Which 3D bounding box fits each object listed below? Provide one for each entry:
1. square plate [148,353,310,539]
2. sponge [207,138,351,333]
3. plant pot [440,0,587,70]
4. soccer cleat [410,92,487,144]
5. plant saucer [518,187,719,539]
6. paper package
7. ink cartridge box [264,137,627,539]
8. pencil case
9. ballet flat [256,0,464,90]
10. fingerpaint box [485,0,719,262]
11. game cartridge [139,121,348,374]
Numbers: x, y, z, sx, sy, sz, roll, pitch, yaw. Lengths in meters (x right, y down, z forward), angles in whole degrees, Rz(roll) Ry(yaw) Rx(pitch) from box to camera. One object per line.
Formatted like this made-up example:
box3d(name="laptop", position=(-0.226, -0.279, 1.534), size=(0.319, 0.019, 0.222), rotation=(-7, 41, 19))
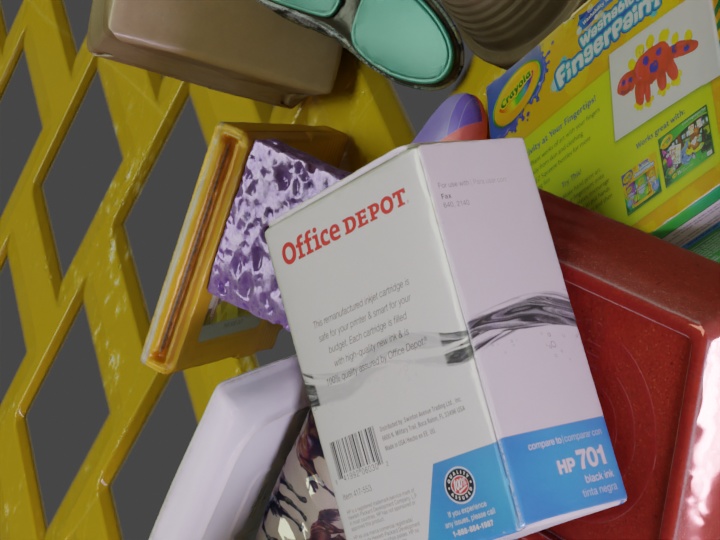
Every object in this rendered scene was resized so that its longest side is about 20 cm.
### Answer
box3d(name="square plate", position=(-0.078, 0.150, 1.368), size=(0.028, 0.198, 0.201), rotation=(31, 109, 19))
box3d(name="sponge", position=(0.000, 0.000, 1.296), size=(0.199, 0.030, 0.112), rotation=(25, 104, 23))
box3d(name="plant pot", position=(0.095, -0.234, 1.277), size=(0.201, 0.092, 0.202), rotation=(-35, 48, 52))
box3d(name="soccer cleat", position=(0.023, -0.029, 1.331), size=(0.201, 0.076, 0.067), rotation=(-65, 30, 20))
box3d(name="plant saucer", position=(0.124, 0.077, 1.051), size=(0.200, 0.037, 0.201), rotation=(27, 117, 48))
box3d(name="paper package", position=(-0.098, -0.245, 1.524), size=(0.103, 0.189, 0.202), rotation=(171, 112, -72))
box3d(name="ink cartridge box", position=(0.041, 0.047, 1.054), size=(0.146, 0.085, 0.202), rotation=(-26, 74, 50))
box3d(name="pencil case", position=(-0.030, 0.165, 1.339), size=(0.089, 0.078, 0.201), rotation=(33, 110, 31))
box3d(name="ballet flat", position=(0.006, -0.189, 1.428), size=(0.200, 0.072, 0.072), rotation=(31, 108, 26))
box3d(name="fingerpaint box", position=(0.160, -0.073, 1.107), size=(0.200, 0.073, 0.168), rotation=(-40, 46, 47))
box3d(name="game cartridge", position=(-0.078, -0.019, 1.425), size=(0.032, 0.200, 0.177), rotation=(23, 101, 19))
